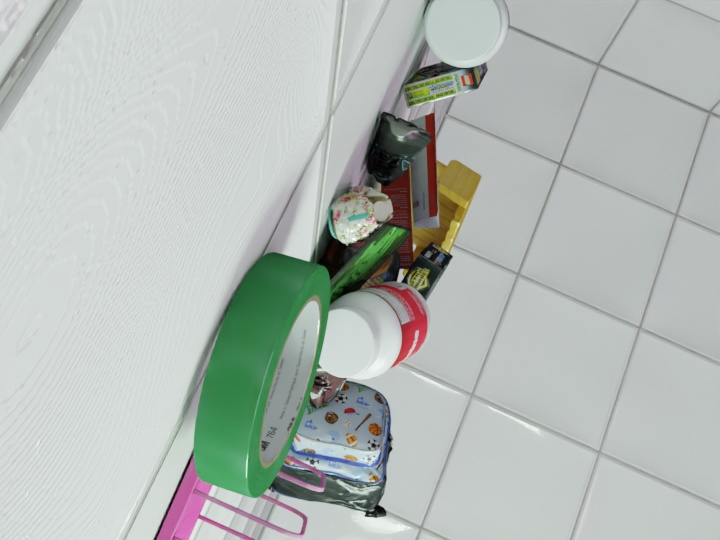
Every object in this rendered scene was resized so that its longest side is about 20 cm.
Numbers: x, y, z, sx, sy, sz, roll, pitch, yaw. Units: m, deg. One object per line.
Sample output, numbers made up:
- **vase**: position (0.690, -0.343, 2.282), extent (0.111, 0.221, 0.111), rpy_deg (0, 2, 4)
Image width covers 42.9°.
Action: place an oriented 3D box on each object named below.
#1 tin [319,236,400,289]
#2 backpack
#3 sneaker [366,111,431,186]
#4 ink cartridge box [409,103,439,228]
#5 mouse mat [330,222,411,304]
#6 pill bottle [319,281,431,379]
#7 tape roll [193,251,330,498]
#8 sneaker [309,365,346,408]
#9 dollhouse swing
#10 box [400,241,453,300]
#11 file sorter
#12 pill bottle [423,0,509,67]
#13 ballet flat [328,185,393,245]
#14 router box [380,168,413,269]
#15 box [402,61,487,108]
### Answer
- **tin**: position (0.000, 0.000, 1.310), extent (0.113, 0.042, 0.200), rpy_deg (-68, 154, -9)
- **backpack**: position (-0.038, 0.249, 1.385), extent (0.191, 0.198, 0.155), rpy_deg (-80, -173, -58)
- **sneaker**: position (0.049, -0.160, 1.249), extent (0.080, 0.075, 0.200), rpy_deg (-64, 177, 0)
- **ink cartridge box**: position (0.097, -0.158, 1.421), extent (0.200, 0.056, 0.164), rpy_deg (27, 61, -80)
- **mouse mat**: position (-0.016, 0.016, 1.177), extent (0.200, 0.008, 0.161), rpy_deg (-48, 168, 10)
- **pill bottle**: position (0.014, 0.079, 1.205), extent (0.113, 0.112, 0.200), rpy_deg (-67, 162, 14)
- **tape roll**: position (-0.079, 0.087, 0.775), extent (0.200, 0.048, 0.202), rpy_deg (15, 90, -81)
- **sneaker**: position (-0.057, 0.149, 1.285), extent (0.200, 0.075, 0.116), rpy_deg (-15, 129, -64)
- **dollhouse swing**: position (0.101, -0.106, 1.683), extent (0.182, 0.174, 0.201), rpy_deg (-55, 168, -59)
- **box**: position (0.067, 0.058, 1.417), extent (0.201, 0.046, 0.159), rpy_deg (-59, 174, 13)
- **file sorter**: position (-0.126, 0.270, 0.893), extent (0.139, 0.124, 0.202), rpy_deg (86, 27, -84)
- **pill bottle**: position (0.145, -0.334, 1.239), extent (0.200, 0.113, 0.115), rpy_deg (-57, 170, -71)
- **ballet flat**: position (0.008, -0.071, 1.157), extent (0.200, 0.063, 0.076), rpy_deg (-57, 134, -74)
- **router box**: position (0.063, -0.092, 1.561), extent (0.200, 0.048, 0.182), rpy_deg (-12, 100, -87)
- **box**: position (0.134, -0.297, 1.415), extent (0.200, 0.109, 0.035), rpy_deg (-60, 135, -67)
